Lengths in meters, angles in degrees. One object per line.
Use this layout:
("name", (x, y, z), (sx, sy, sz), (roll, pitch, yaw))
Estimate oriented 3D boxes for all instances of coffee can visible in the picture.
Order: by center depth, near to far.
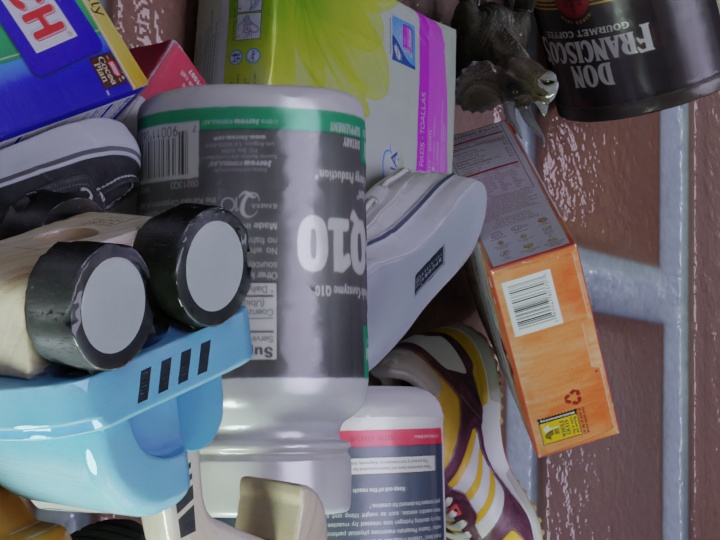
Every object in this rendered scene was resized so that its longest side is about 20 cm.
("coffee can", (0.185, -0.224, 1.429), (0.146, 0.146, 0.201), (-35, 114, -48))

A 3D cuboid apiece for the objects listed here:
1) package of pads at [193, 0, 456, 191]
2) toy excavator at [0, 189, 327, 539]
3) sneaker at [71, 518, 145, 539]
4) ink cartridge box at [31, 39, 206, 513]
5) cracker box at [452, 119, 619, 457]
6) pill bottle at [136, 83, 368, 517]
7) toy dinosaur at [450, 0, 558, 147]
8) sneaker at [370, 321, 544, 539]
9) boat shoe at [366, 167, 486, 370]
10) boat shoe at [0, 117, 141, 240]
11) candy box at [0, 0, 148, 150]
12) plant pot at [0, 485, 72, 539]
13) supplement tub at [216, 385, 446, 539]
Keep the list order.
("package of pads", (-0.020, -0.094, 1.210), (0.200, 0.068, 0.156), (18, 71, -51))
("toy excavator", (-0.090, 0.068, 0.829), (0.194, 0.099, 0.201), (-22, 114, -54))
("sneaker", (-0.152, 0.221, 1.007), (0.089, 0.074, 0.201), (49, 60, -38))
("ink cartridge box", (-0.130, 0.004, 1.042), (0.145, 0.083, 0.201), (57, 45, -34))
("cracker box", (0.101, 0.006, 1.270), (0.200, 0.057, 0.135), (-106, 179, -64))
("pill bottle", (-0.052, 0.016, 0.981), (0.113, 0.113, 0.201), (3, 85, -53))
("toy dinosaur", (0.085, -0.153, 1.341), (0.200, 0.076, 0.103), (-116, -139, -77))
("sneaker", (0.055, 0.139, 1.293), (0.090, 0.075, 0.201), (-21, 97, -43))
("boat shoe", (0.000, 0.000, 1.122), (0.200, 0.065, 0.074), (-38, 140, -52))
("boat shoe", (-0.147, -0.017, 0.883), (0.066, 0.070, 0.200), (56, 23, 5))
("candy box", (-0.215, -0.112, 0.903), (0.200, 0.077, 0.170), (-28, 84, -52))
("plant pot", (-0.228, 0.107, 0.834), (0.200, 0.200, 0.184), (-20, 87, -52))
("supplement tub", (-0.021, 0.166, 1.124), (0.140, 0.140, 0.201), (5, 82, -52))
